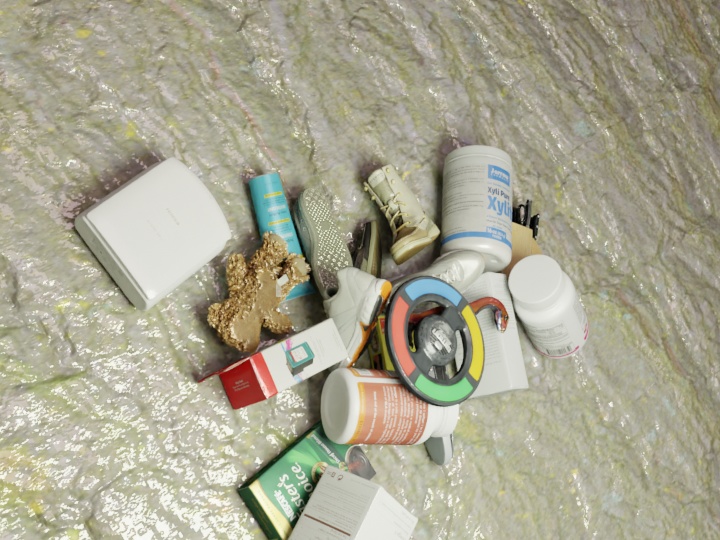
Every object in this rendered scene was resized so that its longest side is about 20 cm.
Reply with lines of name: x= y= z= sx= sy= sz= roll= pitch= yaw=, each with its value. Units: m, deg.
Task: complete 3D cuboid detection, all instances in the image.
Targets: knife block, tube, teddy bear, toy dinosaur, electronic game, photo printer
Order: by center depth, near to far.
photo printer: x=-0.295 y=-0.063 z=1.418 sx=0.200 sy=0.069 sz=0.167 roll=-41 pitch=98 yaw=-35
electronic game: x=0.116 y=0.106 z=1.460 sx=0.198 sy=0.041 sz=0.204 roll=15 pitch=64 yaw=-35
teddy bear: x=-0.156 y=0.034 z=1.475 sx=0.144 sy=0.066 sz=0.203 roll=32 pitch=66 yaw=-34
tube: x=-0.131 y=-0.053 z=1.543 sx=0.076 sy=0.050 sz=0.204 roll=-15 pitch=89 yaw=-25
toy dinosaur: x=0.161 y=0.085 z=1.555 sx=0.180 sy=0.201 sz=0.105 roll=-35 pitch=56 yaw=-13
knife block: x=0.265 y=-0.052 z=1.788 sx=0.199 sy=0.064 sz=0.177 roll=-34 pitch=94 yaw=-36

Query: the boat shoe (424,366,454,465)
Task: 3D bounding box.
boat shoe: x=0.135 y=0.221 z=1.606 sx=0.067 sy=0.074 sz=0.203 roll=-4 pitch=68 yaw=-25

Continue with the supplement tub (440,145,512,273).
supplement tub: x=0.210 y=-0.107 z=1.728 sx=0.130 sy=0.131 sz=0.204 roll=15 pitch=67 yaw=-28

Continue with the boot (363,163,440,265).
boot: x=0.060 y=-0.099 z=1.628 sx=0.156 sy=0.071 sz=0.200 roll=57 pitch=20 yaw=-2

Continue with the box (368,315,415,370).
box: x=0.062 y=0.177 z=1.587 sx=0.074 sy=0.050 sz=0.204 roll=-1 pitch=75 yaw=-33

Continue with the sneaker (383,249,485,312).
sneaker: x=0.123 y=0.024 z=1.604 sx=0.197 sy=0.092 sz=0.077 roll=-24 pitch=95 yaw=-4

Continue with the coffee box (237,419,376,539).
coffee box: x=-0.077 y=0.320 z=1.452 sx=0.199 sy=0.044 sz=0.124 roll=-34 pitch=94 yaw=-36

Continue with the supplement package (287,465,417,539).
supplement package: x=-0.027 y=0.406 z=1.372 sx=0.117 sy=0.116 sz=0.202 roll=47 pitch=64 yaw=-41

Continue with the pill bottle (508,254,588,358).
pill bottle: x=0.335 y=0.064 z=1.712 sx=0.201 sy=0.111 sz=0.115 roll=54 pitch=45 yaw=-51

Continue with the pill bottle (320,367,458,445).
pill bottle: x=0.047 y=0.211 z=1.471 sx=0.197 sy=0.112 sz=0.114 roll=7 pitch=71 yaw=-28

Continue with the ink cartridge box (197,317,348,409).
ink cartridge box: x=-0.130 y=0.147 z=1.430 sx=0.198 sy=0.116 sz=0.068 roll=-24 pitch=88 yaw=-35

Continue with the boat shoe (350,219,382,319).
boat shoe: x=0.000 y=0.001 z=1.593 sx=0.065 sy=0.072 sz=0.204 roll=-2 pitch=55 yaw=9

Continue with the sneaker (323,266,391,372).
sneaker: x=-0.022 y=0.074 z=1.490 sx=0.091 sy=0.202 sz=0.076 roll=31 pitch=36 yaw=12

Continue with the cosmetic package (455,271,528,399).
cosmetic package: x=0.217 y=0.114 z=1.669 sx=0.071 sy=0.100 sz=0.204 roll=8 pitch=70 yaw=-53

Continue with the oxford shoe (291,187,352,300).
oxford shoe: x=-0.064 y=-0.035 z=1.561 sx=0.074 sy=0.058 sz=0.203 roll=-6 pitch=70 yaw=-36
